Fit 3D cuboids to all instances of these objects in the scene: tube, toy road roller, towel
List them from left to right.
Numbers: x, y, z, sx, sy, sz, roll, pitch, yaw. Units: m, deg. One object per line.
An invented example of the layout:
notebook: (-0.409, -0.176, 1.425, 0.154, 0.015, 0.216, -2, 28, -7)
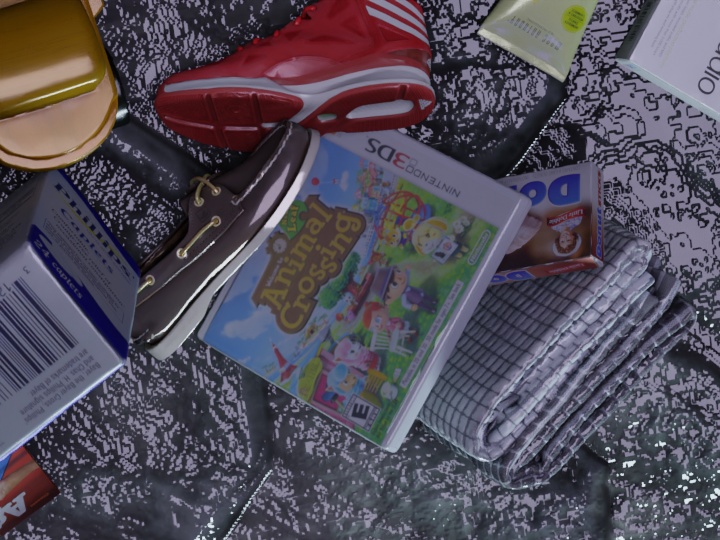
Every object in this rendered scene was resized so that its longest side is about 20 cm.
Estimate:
toy road roller: (-0.228, -0.165, 1.603, 0.122, 0.146, 0.201, -18, 91, -11)
towel: (0.132, 0.054, 1.719, 0.200, 0.166, 0.086, -47, 111, -5)
tube: (0.166, -0.242, 1.754, 0.058, 0.052, 0.201, 31, 94, 25)

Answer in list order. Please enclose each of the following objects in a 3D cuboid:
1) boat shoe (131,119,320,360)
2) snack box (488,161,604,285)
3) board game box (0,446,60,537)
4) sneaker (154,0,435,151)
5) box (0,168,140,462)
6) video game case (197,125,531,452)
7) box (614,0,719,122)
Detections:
boat shoe: (-0.105, -0.030, 1.688, 0.059, 0.072, 0.200, 35, 104, -15)
snack box: (0.078, -0.024, 1.693, 0.024, 0.199, 0.072, 33, 54, -53)
board game box: (-0.307, 0.189, 1.661, 0.200, 0.103, 0.019, -37, 62, -7)
sneaker: (-0.046, -0.154, 1.712, 0.199, 0.078, 0.116, -1, 60, 3)
box: (-0.247, 0.044, 1.587, 0.184, 0.200, 0.105, -37, 106, 10)
video game case: (0.000, 0.000, 1.692, 0.201, 0.182, 0.022, -61, 150, 0)
box: (0.309, -0.173, 1.802, 0.199, 0.036, 0.145, 28, 90, -16)
